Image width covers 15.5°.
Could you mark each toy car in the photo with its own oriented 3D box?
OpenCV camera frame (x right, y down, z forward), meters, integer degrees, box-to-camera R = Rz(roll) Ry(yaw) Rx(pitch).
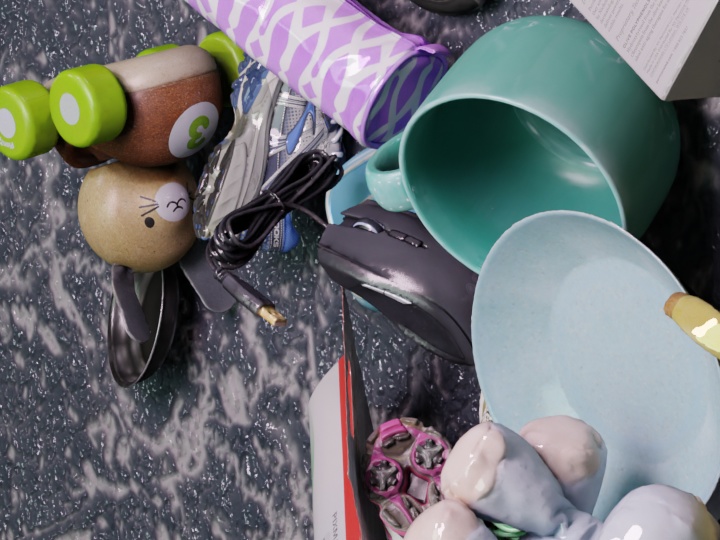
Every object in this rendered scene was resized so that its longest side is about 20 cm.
[{"bbox_3d":[-0.149,-0.055,1.896,0.157,0.164,0.201,-7,99,49],"label":"toy car"}]

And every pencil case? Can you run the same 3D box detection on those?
[{"bbox_3d":[-0.033,-0.164,1.736,0.200,0.084,0.086,40,109,23],"label":"pencil case"}]

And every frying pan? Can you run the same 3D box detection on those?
[{"bbox_3d":[-0.167,-0.001,2.009,0.115,0.031,0.191,131,141,-50],"label":"frying pan"}]

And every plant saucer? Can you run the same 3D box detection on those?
[{"bbox_3d":[0.148,0.057,1.546,0.200,0.039,0.202,24,124,42],"label":"plant saucer"}]

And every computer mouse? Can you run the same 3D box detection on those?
[{"bbox_3d":[0.000,0.000,1.673,0.200,0.140,0.046,39,143,20],"label":"computer mouse"}]

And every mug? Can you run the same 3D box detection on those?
[{"bbox_3d":[0.102,-0.083,1.601,0.184,0.115,0.153,26,140,16],"label":"mug"}]

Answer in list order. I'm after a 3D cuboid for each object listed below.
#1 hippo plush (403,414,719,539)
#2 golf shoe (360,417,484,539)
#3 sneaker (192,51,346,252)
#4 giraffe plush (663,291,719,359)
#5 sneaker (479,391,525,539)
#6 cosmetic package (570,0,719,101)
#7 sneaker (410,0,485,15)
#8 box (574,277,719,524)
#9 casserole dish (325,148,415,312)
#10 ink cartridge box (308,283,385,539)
[{"bbox_3d":[0.124,0.187,1.472,0.160,0.159,0.201,16,124,47],"label":"hippo plush"},{"bbox_3d":[0.059,0.192,1.650,0.092,0.072,0.201,67,-175,-71],"label":"golf shoe"},{"bbox_3d":[-0.047,-0.105,1.837,0.201,0.085,0.077,-69,20,1],"label":"sneaker"},{"bbox_3d":[0.265,0.078,1.419,0.172,0.199,0.163,6,110,45],"label":"giraffe plush"},{"bbox_3d":[0.095,0.147,1.670,0.076,0.089,0.201,1,97,14],"label":"sneaker"},{"bbox_3d":[0.169,-0.195,1.547,0.200,0.107,0.085,51,130,33],"label":"cosmetic package"},{"bbox_3d":[0.006,-0.222,1.750,0.200,0.079,0.076,34,118,39],"label":"sneaker"},{"bbox_3d":[0.209,0.111,1.574,0.200,0.060,0.117,48,128,34],"label":"box"},{"bbox_3d":[0.040,-0.041,1.765,0.200,0.039,0.122,-29,73,47],"label":"casserole dish"},{"bbox_3d":[-0.016,0.133,1.725,0.201,0.050,0.162,76,-172,-48],"label":"ink cartridge box"}]
